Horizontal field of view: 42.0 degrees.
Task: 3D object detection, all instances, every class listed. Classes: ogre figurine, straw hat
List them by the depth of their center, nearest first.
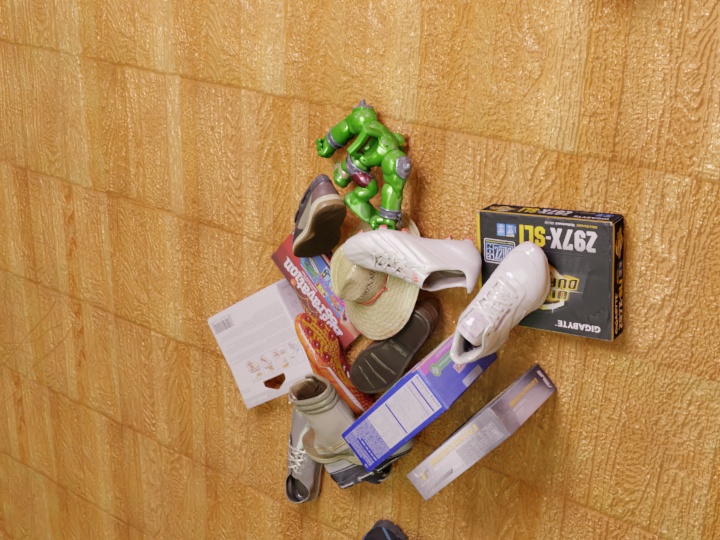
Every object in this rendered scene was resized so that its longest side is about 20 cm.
[{"bbox_3d":[0.012,-0.154,1.357,0.121,0.096,0.202,-55,36,35],"label":"ogre figurine"},{"bbox_3d":[0.000,0.000,1.393,0.199,0.084,0.206,-6,82,49],"label":"straw hat"}]

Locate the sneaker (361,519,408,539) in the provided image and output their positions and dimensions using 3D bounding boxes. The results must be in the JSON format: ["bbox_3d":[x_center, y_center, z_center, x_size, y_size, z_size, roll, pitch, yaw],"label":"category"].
[{"bbox_3d":[0.084,0.497,1.554,0.197,0.081,0.075,23,118,27],"label":"sneaker"}]

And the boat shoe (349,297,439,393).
[{"bbox_3d":[0.059,0.118,1.448,0.072,0.068,0.200,47,127,2],"label":"boat shoe"}]

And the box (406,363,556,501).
[{"bbox_3d":[0.173,0.231,1.342,0.049,0.157,0.200,50,129,10],"label":"box"}]

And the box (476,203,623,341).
[{"bbox_3d":[0.255,-0.001,1.267,0.197,0.049,0.164,9,110,35],"label":"box"}]

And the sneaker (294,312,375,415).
[{"bbox_3d":[-0.056,0.160,1.522,0.076,0.073,0.202,-21,107,36],"label":"sneaker"}]

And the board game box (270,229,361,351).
[{"bbox_3d":[-0.061,0.027,1.535,0.201,0.019,0.103,53,130,9],"label":"board game box"}]

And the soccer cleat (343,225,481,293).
[{"bbox_3d":[0.069,-0.012,1.295,0.195,0.079,0.070,5,146,11],"label":"soccer cleat"}]

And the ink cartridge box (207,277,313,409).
[{"bbox_3d":[-0.162,0.129,1.631,0.198,0.044,0.179,-25,90,40],"label":"ink cartridge box"}]

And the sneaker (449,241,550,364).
[{"bbox_3d":[0.184,0.053,1.246,0.075,0.099,0.202,40,125,20],"label":"sneaker"}]

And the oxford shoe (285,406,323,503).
[{"bbox_3d":[-0.101,0.326,1.649,0.074,0.057,0.205,18,115,33],"label":"oxford shoe"}]

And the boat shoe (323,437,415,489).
[{"bbox_3d":[0.023,0.316,1.542,0.198,0.072,0.069,-28,95,37],"label":"boat shoe"}]

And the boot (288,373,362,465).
[{"bbox_3d":[-0.065,0.239,1.515,0.155,0.072,0.198,50,151,-19],"label":"boot"}]

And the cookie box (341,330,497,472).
[{"bbox_3d":[0.087,0.186,1.383,0.076,0.170,0.200,49,128,7],"label":"cookie box"}]

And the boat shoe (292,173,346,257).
[{"bbox_3d":[-0.064,-0.079,1.424,0.200,0.072,0.066,127,135,-62],"label":"boat shoe"}]
